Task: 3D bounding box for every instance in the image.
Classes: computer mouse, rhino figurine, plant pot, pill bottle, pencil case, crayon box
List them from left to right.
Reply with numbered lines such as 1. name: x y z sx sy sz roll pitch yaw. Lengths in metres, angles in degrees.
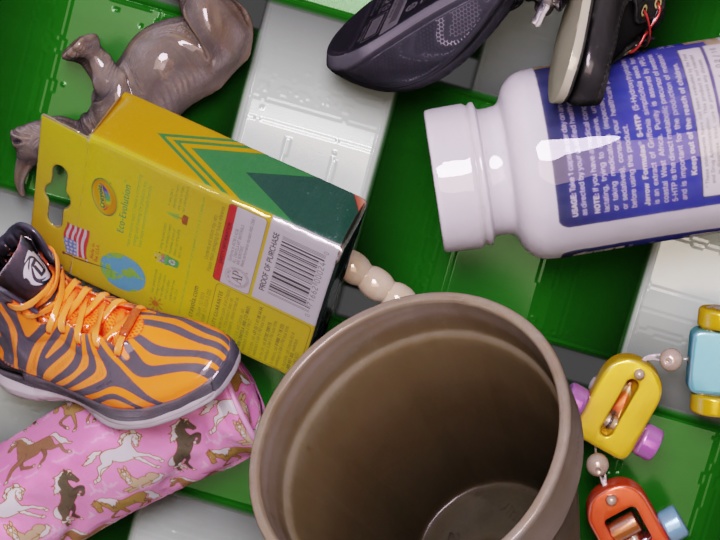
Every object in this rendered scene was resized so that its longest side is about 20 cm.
1. pencil case: -0.155 0.119 1.046 0.199 0.087 0.083 -28 63 5
2. rhino figurine: -0.152 -0.116 1.029 0.200 0.060 0.087 -43 104 9
3. crayon box: -0.105 -0.027 0.994 0.198 0.051 0.128 25 136 4
4. plant pot: 0.057 0.142 0.980 0.199 0.201 0.174 -30 138 5
5. computer mouse: 0.065 -0.157 0.979 0.199 0.139 0.053 -23 119 36
6. pill bottle: 0.143 -0.071 0.993 0.198 0.120 0.121 -9 96 3

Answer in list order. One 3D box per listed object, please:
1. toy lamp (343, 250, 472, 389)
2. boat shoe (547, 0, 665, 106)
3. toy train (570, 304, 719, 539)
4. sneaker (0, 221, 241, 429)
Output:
1. toy lamp: 0.000 0.000 1.040 0.199 0.058 0.058 36 97 -5
2. boat shoe: 0.154 -0.164 0.953 0.063 0.202 0.074 22 135 0
3. toy train: 0.213 0.109 1.047 0.199 0.056 0.151 -35 95 9
4. sneaker: -0.174 0.032 0.988 0.198 0.078 0.113 1 135 29
